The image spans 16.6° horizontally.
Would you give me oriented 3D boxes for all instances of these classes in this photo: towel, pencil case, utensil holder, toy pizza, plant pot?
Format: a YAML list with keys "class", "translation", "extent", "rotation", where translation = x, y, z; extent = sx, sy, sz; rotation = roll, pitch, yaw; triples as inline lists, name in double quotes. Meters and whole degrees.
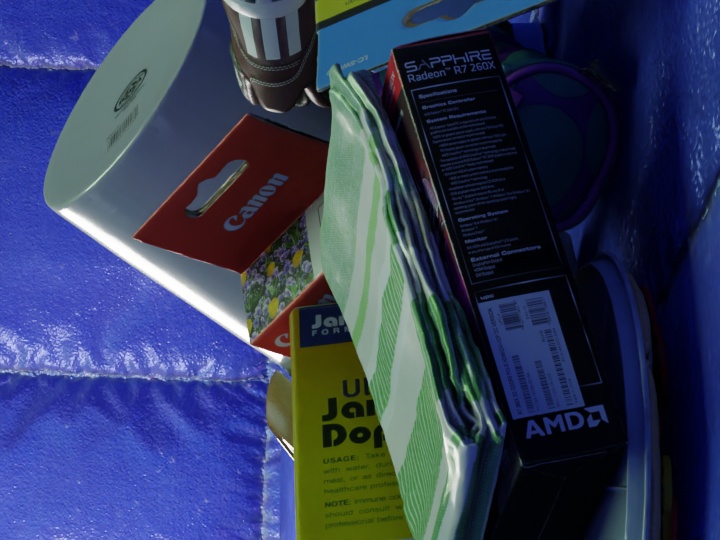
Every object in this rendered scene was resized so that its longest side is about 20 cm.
- class: "towel"
  translation: [0.016, 0.031, 1.047]
  extent: [0.153, 0.023, 0.200]
  rotation: [96, 160, -52]
- class: "pencil case"
  translation: [0.051, -0.089, 1.219]
  extent: [0.093, 0.085, 0.200]
  rotation: [52, 174, -29]
- class: "utensil holder"
  translation: [-0.058, -0.051, 1.425]
  extent: [0.170, 0.200, 0.170]
  rotation: [-45, 23, 26]
- class: "toy pizza"
  translation: [0.109, 0.092, 1.057]
  extent: [0.200, 0.032, 0.201]
  rotation: [-178, 90, -84]
- class: "plant pot"
  translation: [0.007, 0.142, 1.442]
  extent: [0.200, 0.027, 0.200]
  rotation: [48, 174, 7]

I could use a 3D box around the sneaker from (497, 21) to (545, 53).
- class: "sneaker"
  translation: [0.067, -0.084, 1.344]
  extent: [0.200, 0.078, 0.070]
  rotation: [-98, 12, -64]

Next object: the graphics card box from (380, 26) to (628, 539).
- class: "graphics card box"
  translation: [0.052, 0.015, 1.044]
  extent: [0.126, 0.051, 0.201]
  rotation: [105, 151, -61]

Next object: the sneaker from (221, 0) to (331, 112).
- class: "sneaker"
  translation: [-0.041, -0.148, 1.259]
  extent: [0.200, 0.075, 0.116]
  rotation: [-78, -15, -55]

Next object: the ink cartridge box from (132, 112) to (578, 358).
- class: "ink cartridge box"
  translation: [0.000, 0.000, 1.218]
  extent: [0.109, 0.199, 0.050]
  rotation: [-44, 41, 36]

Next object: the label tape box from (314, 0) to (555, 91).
- class: "label tape box"
  translation: [0.053, -0.157, 1.143]
  extent: [0.063, 0.144, 0.201]
  rotation: [52, -154, -42]

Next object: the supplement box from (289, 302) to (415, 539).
- class: "supplement box"
  translation: [0.028, 0.119, 1.162]
  extent: [0.109, 0.109, 0.200]
  rotation: [80, -175, -47]
